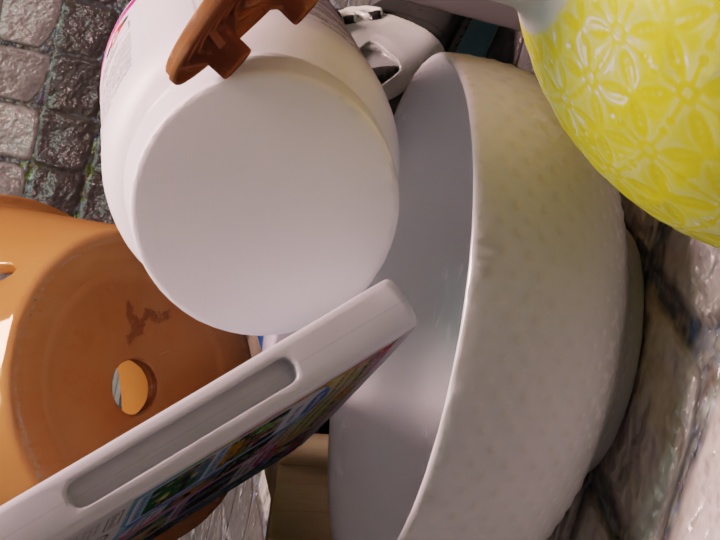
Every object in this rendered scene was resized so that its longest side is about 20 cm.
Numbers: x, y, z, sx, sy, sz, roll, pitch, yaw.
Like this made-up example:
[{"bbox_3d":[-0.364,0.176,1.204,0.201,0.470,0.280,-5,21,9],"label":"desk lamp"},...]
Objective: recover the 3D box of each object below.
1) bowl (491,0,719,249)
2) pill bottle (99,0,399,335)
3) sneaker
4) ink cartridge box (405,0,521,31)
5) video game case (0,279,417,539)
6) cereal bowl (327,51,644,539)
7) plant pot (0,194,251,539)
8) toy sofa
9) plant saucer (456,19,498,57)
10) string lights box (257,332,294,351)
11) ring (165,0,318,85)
[{"bbox_3d":[0.092,-0.108,0.577,0.200,0.107,0.202,-170,90,-79],"label":"bowl"},{"bbox_3d":[-0.045,-0.052,0.771,0.200,0.113,0.114,-111,33,-71],"label":"pill bottle"},{"bbox_3d":[-0.029,-0.097,0.925,0.200,0.089,0.074,-42,17,-21],"label":"sneaker"},{"bbox_3d":[0.008,-0.195,0.841,0.083,0.199,0.147,117,160,-46],"label":"ink cartridge box"},{"bbox_3d":[-0.079,0.080,0.730,0.024,0.181,0.200,57,159,7],"label":"video game case"},{"bbox_3d":[0.050,0.024,0.730,0.200,0.083,0.202,-169,90,-79],"label":"cereal bowl"},{"bbox_3d":[-0.143,0.058,0.896,0.140,0.199,0.202,-9,68,46],"label":"plant pot"},{"bbox_3d":[-0.011,0.067,0.989,0.200,0.082,0.098,-119,38,-73],"label":"toy sofa"},{"bbox_3d":[0.030,-0.187,1.041,0.070,0.019,0.201,113,145,-50],"label":"plant saucer"},{"bbox_3d":[0.000,0.000,0.946,0.200,0.102,0.059,-118,41,-73],"label":"string lights box"},{"bbox_3d":[0.011,-0.131,0.620,0.201,0.019,0.200,-48,3,3],"label":"ring"}]
